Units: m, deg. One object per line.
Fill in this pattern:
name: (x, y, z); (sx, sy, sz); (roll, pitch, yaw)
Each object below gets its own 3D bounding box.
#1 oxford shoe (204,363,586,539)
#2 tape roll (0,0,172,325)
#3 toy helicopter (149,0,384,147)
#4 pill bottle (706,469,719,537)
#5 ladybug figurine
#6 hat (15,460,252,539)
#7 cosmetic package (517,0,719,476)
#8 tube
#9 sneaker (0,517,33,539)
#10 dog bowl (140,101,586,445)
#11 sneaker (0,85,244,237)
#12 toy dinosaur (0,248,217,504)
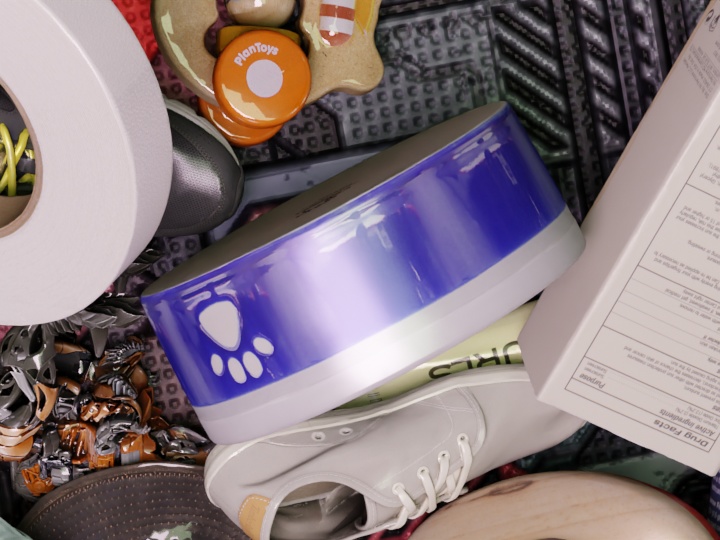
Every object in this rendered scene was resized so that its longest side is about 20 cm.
oxford shoe: (0.024, 0.094, 1.235); (0.199, 0.058, 0.075); (-12, 138, -20)
tape roll: (-0.178, -0.068, 1.134); (0.202, 0.037, 0.203); (15, 127, 20)
toy helicopter: (-0.010, -0.153, 1.253); (0.200, 0.079, 0.133); (-24, 89, -11)
pill bottle: (0.227, 0.126, 1.272); (0.111, 0.111, 0.201); (6, 97, -4)
ladybug figurine: (0.103, 0.161, 1.258); (0.200, 0.072, 0.136); (-15, 96, 33)
hat: (-0.096, 0.195, 1.253); (0.200, 0.081, 0.201); (-2, 115, -4)
cosmetic package: (0.167, -0.016, 1.201); (0.103, 0.073, 0.200); (24, 110, -16)
tube: (0.084, 0.046, 1.285); (0.199, 0.052, 0.058); (-19, 80, 1)
sneaker: (-0.199, 0.095, 1.197); (0.118, 0.074, 0.201); (7, 122, 38)
dog bowl: (0.000, 0.000, 1.197); (0.200, 0.200, 0.079); (-28, 96, 0)
sneaker: (-0.156, -0.052, 1.229); (0.199, 0.085, 0.075); (15, 111, 2)
toy dinosaur: (-0.156, 0.054, 1.253); (0.199, 0.102, 0.136); (13, 114, -26)
